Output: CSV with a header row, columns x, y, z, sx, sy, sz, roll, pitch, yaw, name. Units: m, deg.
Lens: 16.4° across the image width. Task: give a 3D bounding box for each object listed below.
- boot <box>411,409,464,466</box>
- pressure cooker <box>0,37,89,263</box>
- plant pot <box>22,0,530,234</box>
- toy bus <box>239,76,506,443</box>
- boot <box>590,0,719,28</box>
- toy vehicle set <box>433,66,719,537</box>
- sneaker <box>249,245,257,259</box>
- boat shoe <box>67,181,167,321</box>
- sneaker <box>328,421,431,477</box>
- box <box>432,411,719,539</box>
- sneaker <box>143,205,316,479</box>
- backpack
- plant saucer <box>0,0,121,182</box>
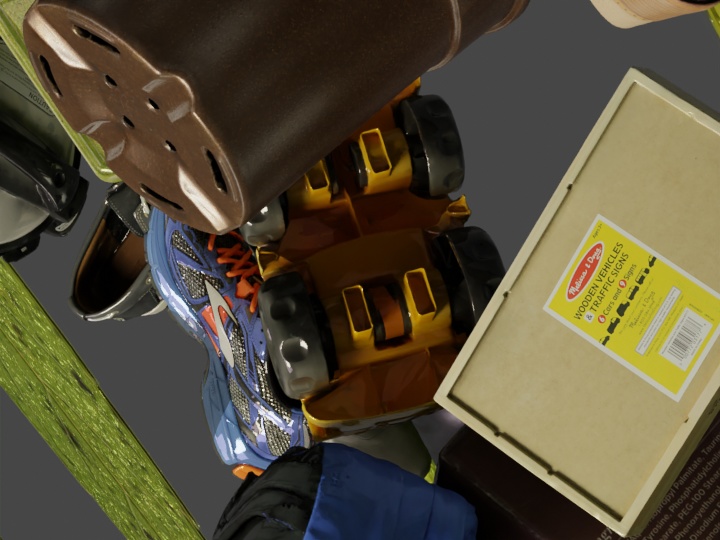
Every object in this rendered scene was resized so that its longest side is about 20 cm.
x,y,z,sx,sy,sz,roll,pitch,yaw,name
0.034,0.098,1.626,0.200,0.077,0.168,-15,124,25,boot
-0.298,-0.090,1.812,0.200,0.176,0.179,2,105,57,pressure cooker
-0.050,-0.138,1.258,0.200,0.198,0.200,36,157,19,plant pot
0.000,0.000,1.460,0.192,0.135,0.201,102,152,-76,toy bus
0.109,-0.204,1.061,0.200,0.072,0.166,48,146,-7,boot
0.136,0.016,1.238,0.124,0.200,0.026,36,-165,22,toy vehicle set
-0.057,0.002,1.703,0.199,0.060,0.104,-10,103,43,sneaker
-0.126,-0.047,1.601,0.072,0.068,0.200,47,123,27,boat shoe
-0.025,0.079,1.793,0.200,0.076,0.091,42,152,-1,sneaker
0.163,0.141,1.435,0.200,0.164,0.166,39,159,14,box
-0.067,0.026,1.543,0.078,0.075,0.201,-22,90,38,sneaker
-0.005,0.181,1.378,0.167,0.163,0.200,17,161,-9,backpack
-0.126,-0.136,1.471,0.199,0.048,0.200,-14,124,29,plant saucer
